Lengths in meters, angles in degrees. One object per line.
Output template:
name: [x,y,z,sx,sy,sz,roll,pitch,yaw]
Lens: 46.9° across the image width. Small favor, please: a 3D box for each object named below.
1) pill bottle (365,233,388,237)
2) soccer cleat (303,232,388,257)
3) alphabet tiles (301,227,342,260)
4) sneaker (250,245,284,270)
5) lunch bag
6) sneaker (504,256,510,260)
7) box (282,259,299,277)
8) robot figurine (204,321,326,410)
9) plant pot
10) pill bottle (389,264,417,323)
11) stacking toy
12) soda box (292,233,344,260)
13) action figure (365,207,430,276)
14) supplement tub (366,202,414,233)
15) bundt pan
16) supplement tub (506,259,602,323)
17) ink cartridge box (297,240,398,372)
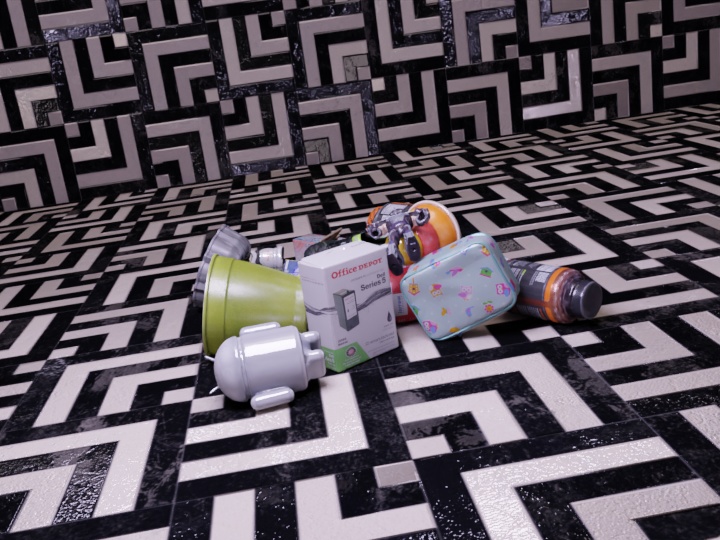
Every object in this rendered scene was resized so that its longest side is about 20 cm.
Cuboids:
pill bottle: [0.001,-0.022,1.907,0.200,0.112,0.112,-19,20,-18]
soccer cleat: [-0.024,-0.050,1.801,0.200,0.081,0.068,-4,60,-2]
alphabet tiles: [-0.113,-0.026,1.961,0.006,0.166,0.200,40,25,6]
sneaker: [-0.214,-0.004,1.893,0.080,0.074,0.200,-1,-24,-5]
lunch bag: [0.184,0.035,1.538,0.200,0.160,0.077,-28,13,25]
sneaker: [0.225,0.017,1.770,0.200,0.071,0.112,-7,11,29]
box: [-0.069,0.029,1.779,0.200,0.064,0.070,6,31,-1]
robot figurine: [-0.161,0.159,1.409,0.200,0.113,0.170,-9,46,-7]
plant pot: [-0.194,0.074,1.615,0.193,0.201,0.200,4,17,-1]
pill bottle: [0.096,0.046,1.664,0.200,0.112,0.112,-9,17,-3]
stacking toy: [0.102,-0.054,1.716,0.146,0.146,0.200,7,22,40]
soda box: [-0.086,-0.048,2.129,0.064,0.068,0.200,-22,21,-39]
action figure: [0.079,-0.076,1.621,0.130,0.069,0.200,-25,29,11]
supplement tub: [0.117,-0.103,2.029,0.122,0.123,0.200,-22,21,-39]
bundt pan: [-0.308,0.001,1.891,0.076,0.202,0.202,19,20,3]
supplement tub: [0.353,0.042,1.571,0.107,0.107,0.200,-21,22,-38]
ink cartridge box: [-0.021,0.062,1.511,0.145,0.200,0.084,-20,20,-33]
